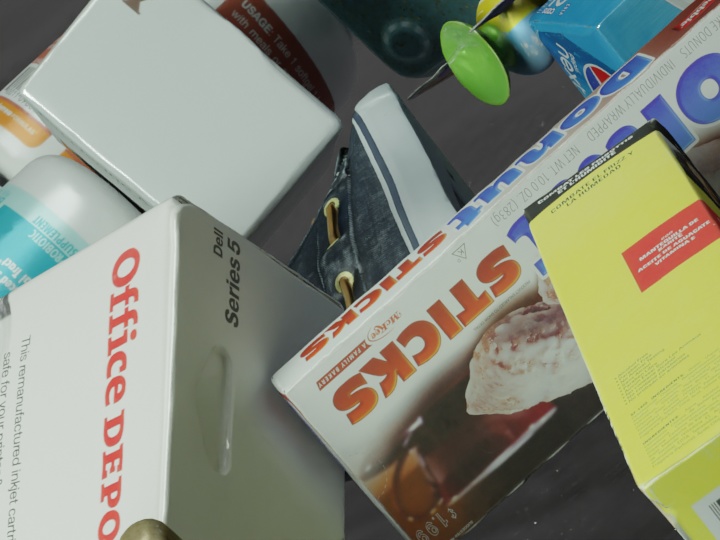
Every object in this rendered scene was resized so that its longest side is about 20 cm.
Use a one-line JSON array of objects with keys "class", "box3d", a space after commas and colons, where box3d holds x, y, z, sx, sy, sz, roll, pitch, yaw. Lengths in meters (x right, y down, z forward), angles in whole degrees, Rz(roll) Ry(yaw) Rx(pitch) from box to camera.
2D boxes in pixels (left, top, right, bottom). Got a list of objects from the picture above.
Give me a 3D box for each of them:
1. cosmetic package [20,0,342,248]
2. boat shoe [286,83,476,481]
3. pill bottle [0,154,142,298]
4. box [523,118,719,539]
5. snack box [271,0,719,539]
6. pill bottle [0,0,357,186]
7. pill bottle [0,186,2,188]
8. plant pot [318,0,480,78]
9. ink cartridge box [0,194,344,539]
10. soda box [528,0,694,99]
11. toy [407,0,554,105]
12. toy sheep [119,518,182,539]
[{"class": "cosmetic package", "box3d": [-0.068, -0.055, 1.105, 0.071, 0.101, 0.200, -50, -1, -4]}, {"class": "boat shoe", "box3d": [0.000, 0.000, 0.977, 0.091, 0.071, 0.200, -37, 19, 6]}, {"class": "pill bottle", "box3d": [-0.155, 0.058, 1.096, 0.200, 0.111, 0.111, -45, 18, -13]}, {"class": "box", "box3d": [0.093, 0.027, 0.717, 0.050, 0.075, 0.200, -37, 17, 9]}, {"class": "snack box", "box3d": [0.071, -0.006, 0.843, 0.200, 0.072, 0.024, -42, 16, -3]}, {"class": "pill bottle", "box3d": [-0.074, -0.087, 1.281, 0.200, 0.112, 0.112, -43, 18, -12]}, {"class": "pill bottle", "box3d": [-0.218, 0.052, 1.233, 0.200, 0.116, 0.116, -45, 18, -14]}, {"class": "plant pot", "box3d": [0.039, -0.196, 1.171, 0.196, 0.196, 0.201, -35, 23, 36]}, {"class": "ink cartridge box", "box3d": [-0.101, 0.089, 0.876, 0.199, 0.084, 0.146, -28, 46, 32]}, {"class": "soda box", "box3d": [0.156, -0.125, 0.961, 0.200, 0.068, 0.064, -44, 17, -10]}, {"class": "toy", "box3d": [0.116, -0.120, 1.047, 0.199, 0.047, 0.115, -33, -4, -22]}, {"class": "toy sheep", "box3d": [-0.050, 0.126, 0.679, 0.199, 0.138, 0.138, -12, 31, 37]}]
